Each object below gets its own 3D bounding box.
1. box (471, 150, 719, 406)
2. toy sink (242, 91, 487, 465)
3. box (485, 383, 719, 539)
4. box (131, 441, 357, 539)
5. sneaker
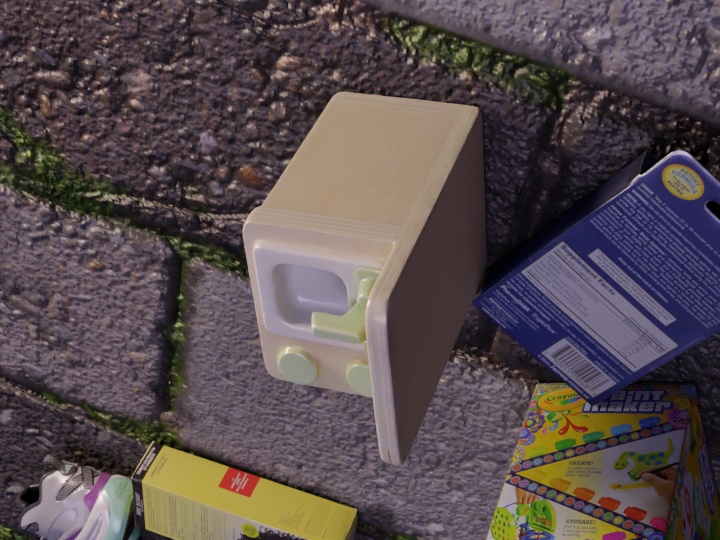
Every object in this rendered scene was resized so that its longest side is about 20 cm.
[{"bbox_3d":[0.179,0.003,0.846,0.121,0.033,0.200,40,135,-11],"label":"box"},{"bbox_3d":[0.000,0.000,0.811,0.111,0.201,0.131,8,133,18],"label":"toy sink"},{"bbox_3d":[0.181,0.218,0.918,0.121,0.193,0.202,-2,127,26],"label":"box"},{"bbox_3d":[-0.104,0.219,1.155,0.198,0.050,0.076,16,133,13],"label":"box"},{"bbox_3d":[-0.283,0.251,1.258,0.138,0.078,0.202,23,125,8],"label":"sneaker"}]
